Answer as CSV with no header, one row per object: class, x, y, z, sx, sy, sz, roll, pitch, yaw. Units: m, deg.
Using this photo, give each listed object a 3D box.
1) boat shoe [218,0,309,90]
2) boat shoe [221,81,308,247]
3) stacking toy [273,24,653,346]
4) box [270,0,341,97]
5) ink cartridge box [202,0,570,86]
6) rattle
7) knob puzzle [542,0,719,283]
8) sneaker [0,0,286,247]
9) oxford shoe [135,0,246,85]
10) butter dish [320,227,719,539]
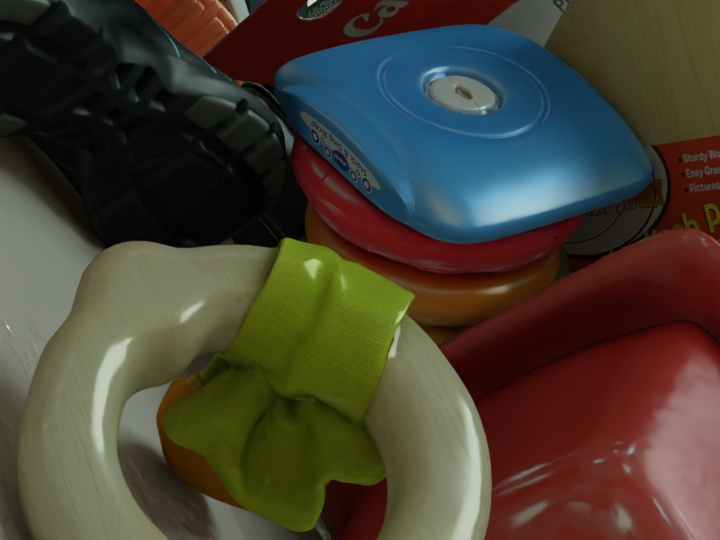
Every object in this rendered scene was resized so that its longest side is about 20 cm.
boat shoe,-0.055,-0.128,0.959,0.076,0.060,0.200,48,-9,5
boat shoe,0.000,0.000,0.918,0.201,0.067,0.072,56,43,-4
stacking toy,0.020,0.018,0.817,0.116,0.109,0.201,44,-43,38
box,0.017,-0.044,1.067,0.149,0.107,0.200,54,11,-19
ink cartridge box,0.058,-0.079,0.863,0.199,0.160,0.048,11,57,-39
rattle,-0.039,0.102,0.581,0.129,0.143,0.202,12,54,-30
knob puzzle,0.122,-0.018,0.781,0.030,0.220,0.221,-16,68,-33
sneaker,-0.088,-0.069,0.730,0.080,0.075,0.200,61,10,32
oxford shoe,-0.118,-0.132,0.838,0.073,0.071,0.200,43,-9,42
butter dish,0.073,0.123,0.718,0.200,0.199,0.148,56,33,-8
